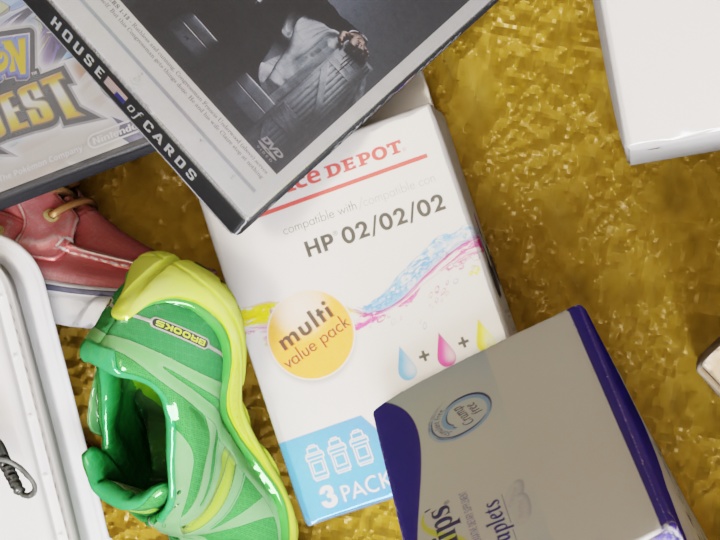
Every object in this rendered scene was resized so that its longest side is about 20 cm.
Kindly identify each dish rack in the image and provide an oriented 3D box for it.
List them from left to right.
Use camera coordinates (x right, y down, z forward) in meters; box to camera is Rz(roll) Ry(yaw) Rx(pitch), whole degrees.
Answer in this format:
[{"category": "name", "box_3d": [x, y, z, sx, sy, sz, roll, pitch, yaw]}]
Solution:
[{"category": "dish rack", "box_3d": [-0.204, 0.094, 1.024, 0.170, 0.044, 0.201, -15, 87, 8]}]

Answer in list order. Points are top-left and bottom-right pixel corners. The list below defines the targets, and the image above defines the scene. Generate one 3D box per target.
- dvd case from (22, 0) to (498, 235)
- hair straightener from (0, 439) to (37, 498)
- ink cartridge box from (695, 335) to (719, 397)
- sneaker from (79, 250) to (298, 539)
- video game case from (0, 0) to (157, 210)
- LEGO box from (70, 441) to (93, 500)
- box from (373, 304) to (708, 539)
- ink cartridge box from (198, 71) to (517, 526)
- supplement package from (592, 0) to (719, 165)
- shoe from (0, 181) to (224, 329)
[{"category": "dvd case", "box_3d": [-0.037, -0.131, 1.030, 0.150, 0.025, 0.200, 47, 61, -2]}, {"category": "hair straightener", "box_3d": [-0.232, 0.093, 0.969, 0.198, 0.077, 0.041, -1, 104, 5]}, {"category": "ink cartridge box", "box_3d": [0.235, -0.002, 0.983, 0.200, 0.165, 0.075, -43, 84, 6]}, {"category": "sneaker", "box_3d": [-0.084, 0.084, 1.032, 0.074, 0.201, 0.084, 20, 48, 36]}, {"category": "video game case", "box_3d": [-0.196, -0.110, 1.049, 0.199, 0.025, 0.182, -20, 84, 13]}, {"category": "LEGO box", "box_3d": [-0.230, 0.133, 1.088, 0.149, 0.077, 0.201, 35, 94, 6]}, {"category": "box", "box_3d": [0.102, 0.150, 0.956, 0.104, 0.184, 0.201, -28, 116, 6]}, {"category": "ink cartridge box", "box_3d": [0.000, 0.000, 1.063, 0.114, 0.068, 0.201, -19, 87, 6]}, {"category": "supplement package", "box_3d": [0.154, -0.156, 1.018, 0.120, 0.120, 0.202, -9, 88, 6]}, {"category": "shoe", "box_3d": [-0.150, -0.027, 1.082, 0.199, 0.071, 0.092, 9, 94, 11]}]
